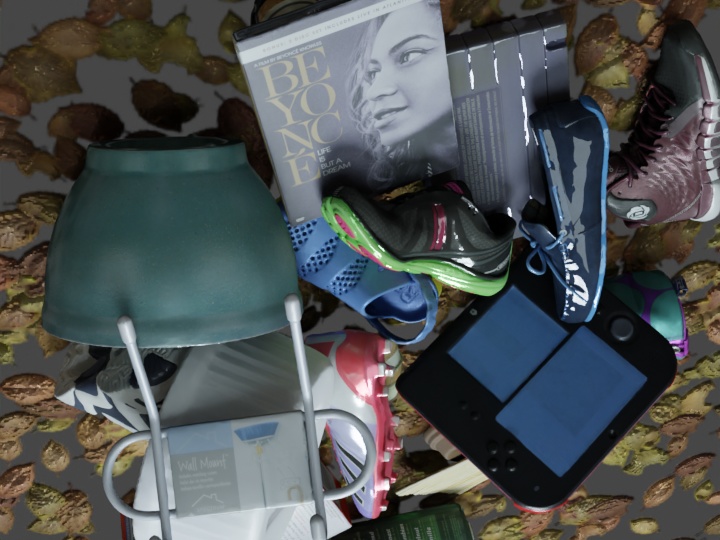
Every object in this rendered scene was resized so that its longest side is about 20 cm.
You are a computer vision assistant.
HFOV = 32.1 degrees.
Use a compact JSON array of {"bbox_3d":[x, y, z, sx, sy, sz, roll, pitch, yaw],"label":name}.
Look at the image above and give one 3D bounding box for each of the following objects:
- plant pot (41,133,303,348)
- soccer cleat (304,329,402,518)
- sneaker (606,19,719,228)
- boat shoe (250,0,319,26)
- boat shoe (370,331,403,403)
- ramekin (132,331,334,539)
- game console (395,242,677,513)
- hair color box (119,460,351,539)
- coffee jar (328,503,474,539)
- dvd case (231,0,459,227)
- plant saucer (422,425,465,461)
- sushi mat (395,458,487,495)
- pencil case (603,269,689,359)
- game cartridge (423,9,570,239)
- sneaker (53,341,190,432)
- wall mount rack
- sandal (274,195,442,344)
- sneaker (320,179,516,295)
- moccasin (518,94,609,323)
[{"bbox_3d":[-0.143,-0.031,0.942,0.198,0.200,0.136,-3,102,-13],"label":"plant pot"},{"bbox_3d":[-0.006,0.136,1.107,0.076,0.067,0.202,6,127,13],"label":"soccer cleat"},{"bbox_3d":[0.241,-0.107,1.048,0.114,0.076,0.201,-16,130,2],"label":"sneaker"},{"bbox_3d":[-0.042,-0.138,0.956,0.074,0.063,0.201,-22,141,-6],"label":"boat shoe"},{"bbox_3d":[-0.057,0.100,1.132,0.198,0.072,0.077,-20,132,-14],"label":"boat shoe"},{"bbox_3d":[-0.094,0.139,0.995,0.097,0.201,0.202,18,126,8],"label":"ramekin"},{"bbox_3d":[0.155,0.090,1.080,0.200,0.177,0.031,-43,165,-16],"label":"game console"},{"bbox_3d":[-0.122,0.244,1.228,0.199,0.064,0.111,-28,130,5],"label":"hair color box"},{"bbox_3d":[0.016,0.303,1.290,0.198,0.086,0.105,-9,153,-9],"label":"coffee jar"},{"bbox_3d":[-0.003,-0.123,0.931,0.147,0.016,0.201,-20,142,-5],"label":"dvd case"},{"bbox_3d":[0.157,0.144,1.183,0.198,0.030,0.200,-12,161,-4],"label":"plant saucer"},{"bbox_3d":[0.125,0.188,1.214,0.095,0.012,0.200,4,155,-34],"label":"sushi mat"},{"bbox_3d":[0.204,0.061,1.156,0.198,0.093,0.086,-14,130,-3],"label":"pencil case"},{"bbox_3d":[0.111,-0.110,1.036,0.128,0.039,0.201,-12,129,-1],"label":"game cartridge"},{"bbox_3d":[-0.160,0.097,1.043,0.129,0.080,0.198,27,149,-29],"label":"sneaker"},{"bbox_3d":[-0.091,0.110,0.863,0.197,0.075,0.176,-7,89,1],"label":"wall mount rack"},{"bbox_3d":[0.000,0.000,1.057,0.199,0.087,0.080,27,118,-29],"label":"sandal"},{"bbox_3d":[0.049,-0.040,1.008,0.199,0.077,0.085,15,101,-42],"label":"sneaker"},{"bbox_3d":[0.164,-0.049,1.040,0.067,0.081,0.202,-7,114,-6],"label":"moccasin"}]
